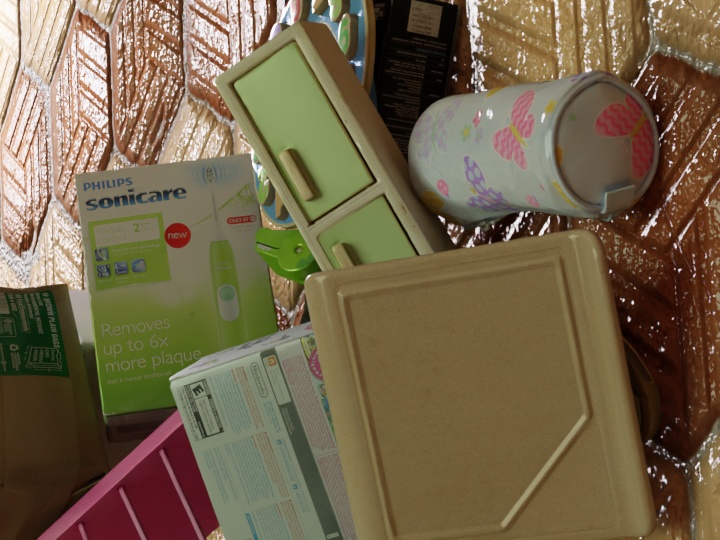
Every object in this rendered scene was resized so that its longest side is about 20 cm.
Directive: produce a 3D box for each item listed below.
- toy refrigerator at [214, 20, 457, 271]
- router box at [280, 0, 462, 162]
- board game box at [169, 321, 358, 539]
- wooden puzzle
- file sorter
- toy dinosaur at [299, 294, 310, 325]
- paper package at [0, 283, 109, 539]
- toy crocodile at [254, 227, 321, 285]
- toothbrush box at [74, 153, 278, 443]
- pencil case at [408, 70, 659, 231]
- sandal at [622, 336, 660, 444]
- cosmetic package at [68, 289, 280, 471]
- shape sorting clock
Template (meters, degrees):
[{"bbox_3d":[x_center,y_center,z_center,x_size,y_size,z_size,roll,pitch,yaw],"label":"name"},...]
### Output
[{"bbox_3d":[-0.013,-0.063,1.351,0.076,0.070,0.201,-31,85,16],"label":"toy refrigerator"},{"bbox_3d":[-0.005,-0.130,1.517,0.200,0.062,0.151,12,95,64],"label":"router box"},{"bbox_3d":[-0.004,0.103,1.284,0.198,0.064,0.149,-18,94,20],"label":"board game box"},{"bbox_3d":[0.072,0.078,1.207,0.198,0.037,0.187,-9,98,25],"label":"wooden puzzle"},{"bbox_3d":[-0.124,0.214,1.519,0.200,0.139,0.126,-42,55,19],"label":"file sorter"},{"bbox_3d":[-0.017,0.043,1.538,0.102,0.076,0.202,12,104,51],"label":"toy dinosaur"},{"bbox_3d":[-0.285,0.139,1.604,0.191,0.103,0.201,-62,36,41],"label":"paper package"},{"bbox_3d":[0.000,0.000,1.454,0.199,0.068,0.062,16,66,45],"label":"toy crocodile"},{"bbox_3d":[-0.143,0.022,1.587,0.086,0.144,0.202,101,161,-69],"label":"toothbrush box"},{"bbox_3d":[0.106,-0.074,1.274,0.200,0.082,0.092,-3,85,64],"label":"pencil case"},{"bbox_3d":[0.128,0.042,1.250,0.200,0.054,0.081,35,135,54],"label":"sandal"},{"bbox_3d":[-0.180,0.117,1.734,0.165,0.198,0.167,-147,62,-62],"label":"cosmetic package"},{"bbox_3d":[-0.039,-0.130,1.471,0.200,0.039,0.202,-25,61,59],"label":"shape sorting clock"}]
